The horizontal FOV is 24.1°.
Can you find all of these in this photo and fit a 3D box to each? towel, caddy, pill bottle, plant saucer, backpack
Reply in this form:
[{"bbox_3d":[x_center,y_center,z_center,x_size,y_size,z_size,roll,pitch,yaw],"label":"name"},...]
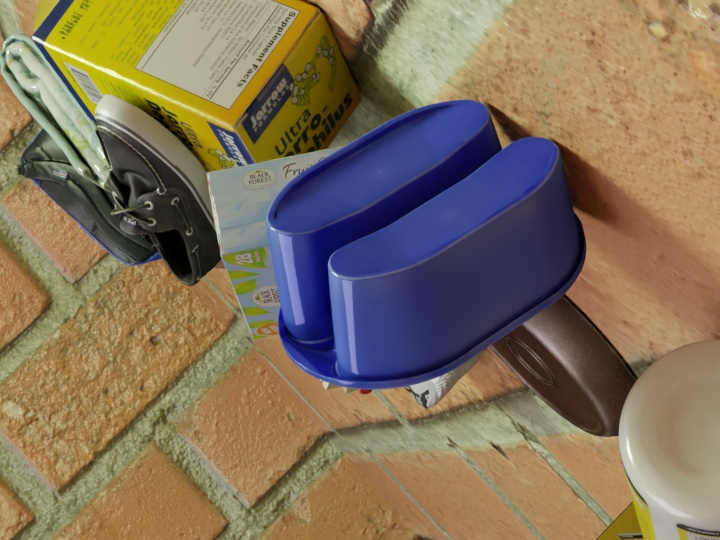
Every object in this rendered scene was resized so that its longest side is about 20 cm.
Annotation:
[{"bbox_3d":[-0.193,-0.115,1.400,0.171,0.048,0.200,18,-155,-47],"label":"towel"},{"bbox_3d":[0.039,-0.010,0.994,0.141,0.199,0.105,35,148,46],"label":"caddy"},{"bbox_3d":[0.217,0.129,0.999,0.112,0.112,0.200,41,169,29],"label":"pill bottle"},{"bbox_3d":[0.139,0.059,1.289,0.200,0.034,0.200,46,171,10],"label":"plant saucer"},{"bbox_3d":[-0.254,-0.114,1.946,0.200,0.163,0.168,45,-161,11],"label":"backpack"}]

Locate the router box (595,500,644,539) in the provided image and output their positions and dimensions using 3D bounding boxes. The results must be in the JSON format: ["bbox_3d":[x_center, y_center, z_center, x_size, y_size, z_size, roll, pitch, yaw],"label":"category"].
[{"bbox_3d":[0.252,0.253,1.213,0.200,0.157,0.052,43,170,15],"label":"router box"}]

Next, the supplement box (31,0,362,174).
[{"bbox_3d":[-0.118,-0.147,1.224,0.199,0.109,0.110,26,162,29],"label":"supplement box"}]

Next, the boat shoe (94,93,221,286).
[{"bbox_3d":[-0.152,-0.051,1.246,0.070,0.066,0.200,26,162,26],"label":"boat shoe"}]

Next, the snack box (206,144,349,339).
[{"bbox_3d":[-0.011,-0.022,1.187,0.200,0.167,0.068,84,175,-70],"label":"snack box"}]

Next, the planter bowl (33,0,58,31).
[{"bbox_3d":[-0.252,-0.219,1.616,0.200,0.083,0.200,45,-179,-1],"label":"planter bowl"}]

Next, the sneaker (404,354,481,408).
[{"bbox_3d":[0.043,0.065,1.599,0.115,0.075,0.200,44,174,-3],"label":"sneaker"}]

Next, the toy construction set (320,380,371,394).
[{"bbox_3d":[0.000,0.000,1.333,0.131,0.092,0.201,6,-122,-44],"label":"toy construction set"}]
